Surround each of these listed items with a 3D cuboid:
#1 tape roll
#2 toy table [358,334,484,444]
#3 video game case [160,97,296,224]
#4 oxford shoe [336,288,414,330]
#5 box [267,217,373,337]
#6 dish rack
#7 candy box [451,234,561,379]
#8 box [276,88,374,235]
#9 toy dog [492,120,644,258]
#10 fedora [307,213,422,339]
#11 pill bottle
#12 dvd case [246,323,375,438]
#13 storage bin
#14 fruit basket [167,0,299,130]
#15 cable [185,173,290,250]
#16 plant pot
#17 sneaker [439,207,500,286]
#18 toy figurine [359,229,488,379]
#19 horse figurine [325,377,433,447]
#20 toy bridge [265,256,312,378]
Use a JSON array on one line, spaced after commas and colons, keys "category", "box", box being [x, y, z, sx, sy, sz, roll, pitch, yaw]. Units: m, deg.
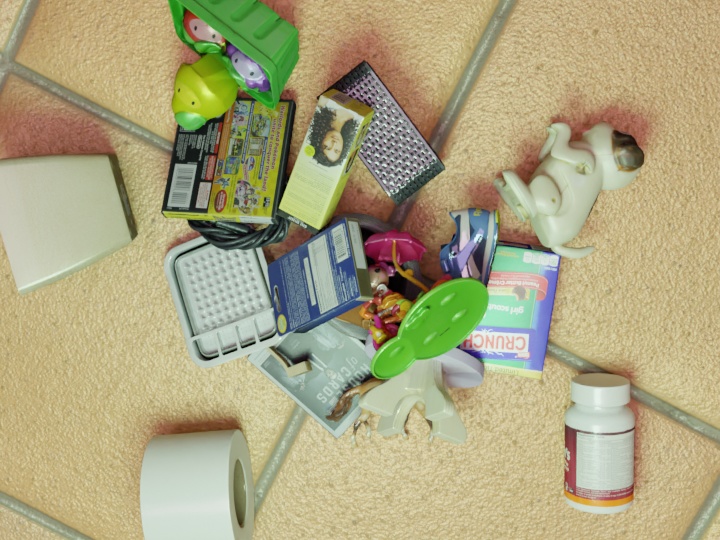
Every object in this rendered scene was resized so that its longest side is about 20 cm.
[{"category": "tape roll", "box": [-0.253, 0.356, 1.694, 0.139, 0.203, 0.204, -5, 99, 4]}, {"category": "toy table", "box": [0.091, 0.178, 1.611, 0.199, 0.184, 0.117, 18, 64, -14]}, {"category": "video game case", "box": [-0.200, -0.170, 1.644, 0.180, 0.026, 0.201, 4, 71, 11]}, {"category": "oxford shoe", "box": [0.027, 0.062, 1.612, 0.199, 0.071, 0.072, 14, 106, -2]}, {"category": "box", "box": [-0.063, 0.015, 1.578, 0.200, 0.032, 0.122, -27, 67, 44]}, {"category": "dish rack", "box": [-0.208, 0.039, 1.696, 0.171, 0.044, 0.201, -20, 83, 17]}, {"category": "candy box", "box": [0.212, 0.056, 1.681, 0.168, 0.077, 0.201, 8, 100, 3]}, {"category": "box", "box": [-0.052, -0.155, 1.555, 0.075, 0.050, 0.200, 27, 119, 10]}, {"category": "toy dog", "box": [0.328, -0.138, 1.609, 0.200, 0.140, 0.194, -37, 79, -1]}, {"category": "fedora", "box": [0.000, 0.000, 1.677, 0.177, 0.090, 0.200, -39, 102, 10]}, {"category": "pill bottle", "box": [0.374, 0.269, 1.687, 0.109, 0.110, 0.201, -1, 98, 4]}, {"category": "dvd case", "box": [-0.062, 0.153, 1.740, 0.200, 0.025, 0.150, 42, 99, -3]}, {"category": "storage bin", "box": [0.032, -0.207, 1.620, 0.094, 0.135, 0.200, -36, 95, 8]}, {"category": "fruit basket", "box": [-0.213, -0.310, 1.604, 0.215, 0.156, 0.216, 1, 73, -2]}, {"category": "cable", "box": [-0.191, -0.111, 1.656, 0.163, 0.051, 0.200, -42, 74, -11]}, {"category": "plant pot", "box": [-0.447, -0.093, 1.650, 0.176, 0.200, 0.201, -16, 98, -6]}, {"category": "sneaker", "box": [0.154, 0.001, 1.607, 0.082, 0.074, 0.201, 12, 92, 7]}, {"category": "toy figurine", "box": [0.054, 0.030, 1.553, 0.200, 0.150, 0.184, -39, 53, 1]}, {"category": "horse figurine", "box": [0.048, 0.212, 1.711, 0.199, 0.050, 0.133, 0, 109, -13]}, {"category": "toy bridge", "box": [-0.141, 0.076, 1.711, 0.067, 0.027, 0.201, -22, 83, 16]}]
